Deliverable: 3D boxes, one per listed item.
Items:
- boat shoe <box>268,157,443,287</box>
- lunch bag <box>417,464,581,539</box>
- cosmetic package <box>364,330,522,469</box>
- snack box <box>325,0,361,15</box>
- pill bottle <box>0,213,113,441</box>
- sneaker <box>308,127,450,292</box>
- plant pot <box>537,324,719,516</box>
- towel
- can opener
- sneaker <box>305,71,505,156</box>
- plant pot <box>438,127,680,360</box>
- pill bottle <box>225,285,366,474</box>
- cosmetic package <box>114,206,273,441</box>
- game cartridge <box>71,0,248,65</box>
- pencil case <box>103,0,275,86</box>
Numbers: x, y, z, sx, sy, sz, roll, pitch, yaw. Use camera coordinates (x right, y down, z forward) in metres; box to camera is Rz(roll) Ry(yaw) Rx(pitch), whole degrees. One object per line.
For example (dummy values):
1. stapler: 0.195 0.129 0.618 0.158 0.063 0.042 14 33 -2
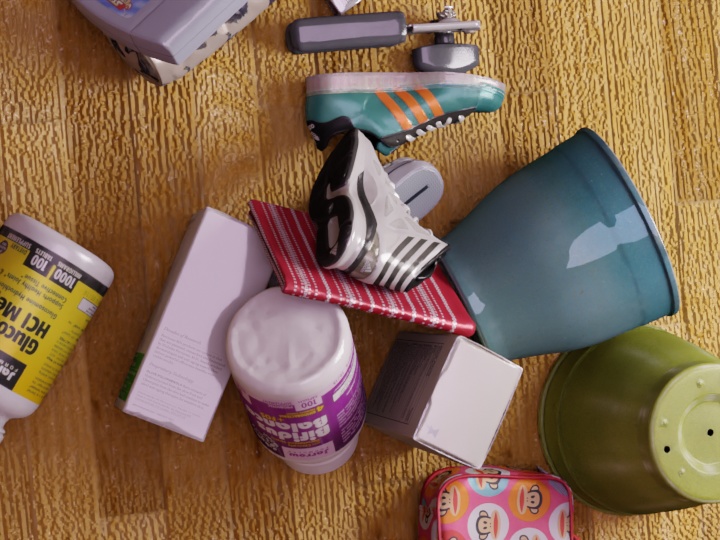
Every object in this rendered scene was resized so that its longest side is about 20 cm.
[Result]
1. boat shoe: -0.009 -0.039 1.471 0.199 0.067 0.074 -33 118 -12
2. lunch bag: 0.145 0.294 1.494 0.175 0.082 0.202 3 88 -15
3. cosmetic package: 0.072 0.117 1.417 0.071 0.200 0.106 26 85 -12
4. snack box: 0.037 -0.337 1.508 0.200 0.024 0.072 -36 97 -12
5. pill bottle: -0.317 0.059 1.363 0.112 0.112 0.201 31 82 -12
6. sneaker: 0.019 -0.045 1.385 0.115 0.201 0.076 28 121 -20
7. plant pot: 0.301 0.153 1.480 0.199 0.193 0.202 0 89 -14
8. towel: 0.000 0.000 1.371 0.199 0.145 0.023 14 118 -28
9. can opener: 0.027 -0.225 1.488 0.199 0.053 0.067 -2 90 -14
10. sneaker: 0.044 -0.152 1.486 0.198 0.071 0.081 -2 90 -6
11. plant pot: 0.176 -0.008 1.460 0.187 0.200 0.201 -26 95 -2
12. pill bottle: -0.053 0.108 1.382 0.111 0.200 0.113 -4 57 6
13. cosmetic package: -0.150 0.050 1.410 0.084 0.108 0.201 22 82 -11
14. game cartridge: -0.198 -0.274 1.382 0.133 0.042 0.200 -43 60 -15
15. pencil case: -0.147 -0.256 1.429 0.200 0.078 0.090 -41 133 -12
